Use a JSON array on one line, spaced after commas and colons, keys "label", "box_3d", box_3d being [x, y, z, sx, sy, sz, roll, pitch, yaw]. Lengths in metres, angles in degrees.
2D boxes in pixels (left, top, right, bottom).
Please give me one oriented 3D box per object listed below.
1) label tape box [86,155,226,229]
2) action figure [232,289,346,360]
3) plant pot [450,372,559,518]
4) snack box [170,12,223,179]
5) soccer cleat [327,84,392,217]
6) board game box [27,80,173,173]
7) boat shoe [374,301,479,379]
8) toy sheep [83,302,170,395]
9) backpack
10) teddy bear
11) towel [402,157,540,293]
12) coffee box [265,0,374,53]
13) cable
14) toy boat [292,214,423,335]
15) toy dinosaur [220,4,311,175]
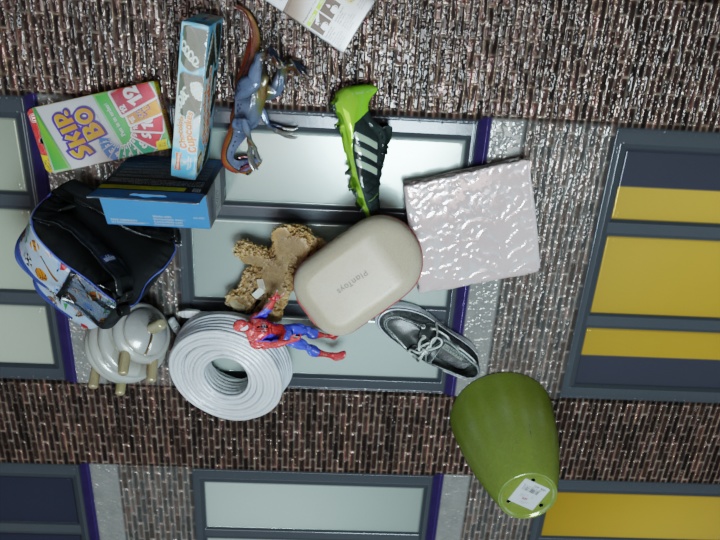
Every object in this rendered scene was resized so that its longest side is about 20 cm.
[{"label": "label tape box", "box_3d": [-0.273, -0.100, 0.947, 0.143, 0.200, 0.064, 3, 115, -2]}, {"label": "action figure", "box_3d": [-0.097, 0.090, 1.062, 0.199, 0.066, 0.099, 13, 146, -34]}, {"label": "plant pot", "box_3d": [0.255, 0.305, 1.148, 0.185, 0.200, 0.189, 0, 115, -1]}, {"label": "snack box", "box_3d": [-0.221, -0.237, 0.931, 0.037, 0.116, 0.202, 9, 115, -6]}, {"label": "soccer cleat", "box_3d": [0.013, -0.170, 0.999, 0.080, 0.068, 0.202, -17, 114, -7]}, {"label": "board game box", "box_3d": [-0.376, -0.204, 0.987, 0.198, 0.030, 0.096, -11, 106, 6]}, {"label": "boat shoe", "box_3d": [0.111, 0.122, 1.131, 0.199, 0.068, 0.074, 34, 110, -15]}, {"label": "toy sheep", "box_3d": [-0.364, 0.115, 1.076, 0.199, 0.138, 0.138, -21, 116, 33]}, {"label": "backpack", "box_3d": [-0.392, -0.027, 0.999, 0.154, 0.201, 0.190, -36, 108, 29]}, {"label": "teddy bear", "box_3d": [-0.135, 0.002, 1.081, 0.144, 0.067, 0.201, 15, 121, -3]}, {"label": "towel", "box_3d": [0.173, -0.067, 1.066, 0.198, 0.032, 0.193, -11, 114, 3]}, {"label": "coffee box", "box_3d": [-0.084, -0.374, 0.872, 0.199, 0.115, 0.080, 30, 111, -15]}, {"label": "cable", "box_3d": [-0.213, 0.157, 1.122, 0.198, 0.069, 0.201, -4, 121, 13]}, {"label": "toy boat", "box_3d": [0.000, 0.000, 1.039, 0.199, 0.131, 0.131, -35, 98, 9]}, {"label": "toy dinosaur", "box_3d": [-0.152, -0.231, 0.980, 0.181, 0.105, 0.201, -39, 73, 29]}]
